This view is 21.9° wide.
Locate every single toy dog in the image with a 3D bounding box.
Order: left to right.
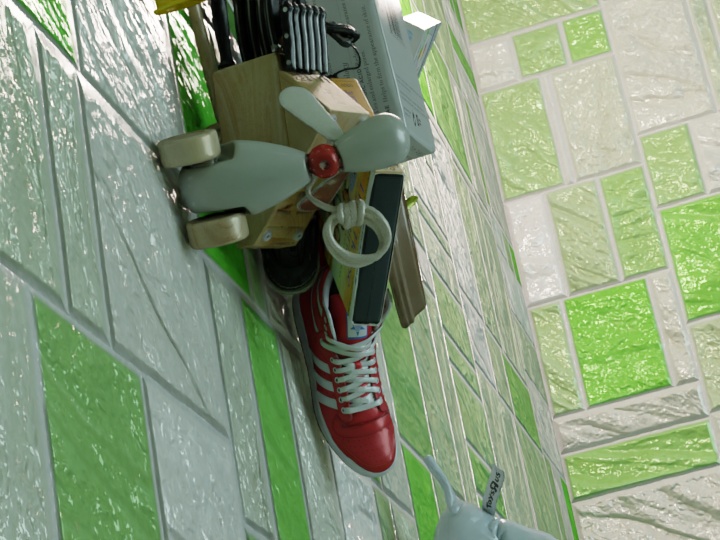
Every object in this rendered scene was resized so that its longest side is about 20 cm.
[{"bbox_3d":[-0.066,-0.081,1.498,0.096,0.199,0.133,-120,-143,-75],"label":"toy dog"}]

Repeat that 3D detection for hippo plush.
[{"bbox_3d":[0.123,0.323,1.888,0.161,0.158,0.201,-61,155,-59],"label":"hippo plush"}]

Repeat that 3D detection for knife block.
[{"bbox_3d":[-0.088,-0.142,1.588,0.175,0.201,0.064,40,21,27],"label":"knife block"}]

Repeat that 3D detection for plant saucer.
[{"bbox_3d":[0.032,-0.047,1.741,0.200,0.029,0.201,-12,90,-88],"label":"plant saucer"}]

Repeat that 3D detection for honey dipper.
[{"bbox_3d":[-0.134,-0.180,1.620,0.038,0.038,0.201,-6,79,-79],"label":"honey dipper"}]

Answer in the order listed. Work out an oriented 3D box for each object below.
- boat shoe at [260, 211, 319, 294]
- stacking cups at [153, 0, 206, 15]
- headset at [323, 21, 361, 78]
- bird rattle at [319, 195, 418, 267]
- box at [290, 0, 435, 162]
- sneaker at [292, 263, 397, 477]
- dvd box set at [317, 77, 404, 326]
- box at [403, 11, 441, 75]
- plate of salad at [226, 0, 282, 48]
[{"bbox_3d":[-0.076,-0.081,1.677,0.066,0.074,0.201,80,5,-81],"label":"boat shoe"},{"bbox_3d":[-0.172,-0.318,1.550,0.061,0.060,0.201,-36,111,-78],"label":"stacking cups"},{"bbox_3d":[-0.050,-0.148,1.782,0.124,0.093,0.201,-93,-158,-57],"label":"headset"},{"bbox_3d":[0.000,0.000,1.900,0.200,0.112,0.164,-80,169,-60],"label":"bird rattle"},{"bbox_3d":[-0.016,-0.214,2.009,0.199,0.130,0.201,14,61,-78],"label":"box"},{"bbox_3d":[-0.003,0.086,1.703,0.201,0.071,0.112,70,-24,11],"label":"sneaker"},{"bbox_3d":[-0.006,-0.063,1.633,0.200,0.029,0.147,-112,-153,-58],"label":"dvd box set"},{"bbox_3d":[0.050,-0.254,2.415,0.200,0.041,0.157,-46,158,-77],"label":"box"},{"bbox_3d":[-0.110,-0.264,1.750,0.201,0.048,0.200,63,5,-9],"label":"plate of salad"}]
